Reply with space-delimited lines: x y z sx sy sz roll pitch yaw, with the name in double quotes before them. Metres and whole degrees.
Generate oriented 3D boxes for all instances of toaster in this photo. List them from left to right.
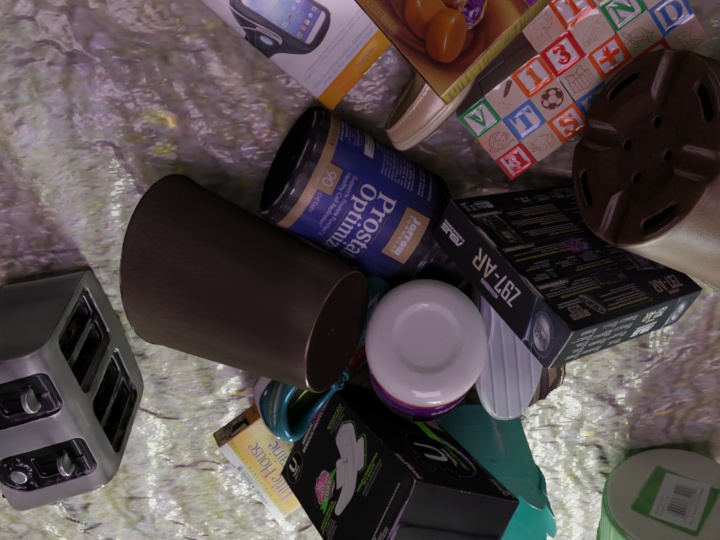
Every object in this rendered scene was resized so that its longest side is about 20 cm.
"toaster" -0.326 0.117 0.816 0.116 0.201 0.184 -11 120 5

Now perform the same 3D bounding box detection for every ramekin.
"ramekin" 0.398 0.322 0.975 0.196 0.201 0.099 -9 121 6

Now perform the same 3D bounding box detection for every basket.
"basket" -0.103 0.022 0.715 0.197 0.136 0.183 19 128 24

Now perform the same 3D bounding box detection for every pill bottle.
"pill bottle" 0.014 -0.058 0.722 0.197 0.113 0.112 26 124 -20
"pill bottle" 0.061 0.088 0.764 0.110 0.115 0.200 -3 163 2

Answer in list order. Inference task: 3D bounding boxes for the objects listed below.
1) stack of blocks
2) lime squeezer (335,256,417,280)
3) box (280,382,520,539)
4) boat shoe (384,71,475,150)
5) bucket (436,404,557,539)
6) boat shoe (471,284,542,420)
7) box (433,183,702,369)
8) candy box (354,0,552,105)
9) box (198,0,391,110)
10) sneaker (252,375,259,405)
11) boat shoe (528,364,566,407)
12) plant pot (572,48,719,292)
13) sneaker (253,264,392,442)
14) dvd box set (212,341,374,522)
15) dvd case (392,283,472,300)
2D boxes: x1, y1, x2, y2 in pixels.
"stack of blocks" 0.173 -0.186 0.658 0.199 0.059 0.115 -36 120 24
"lime squeezer" 0.000 0.000 0.814 0.195 0.038 0.072 -3 131 3
"box" 0.033 0.222 0.792 0.147 0.200 0.126 21 100 -34
"boat shoe" 0.073 -0.194 0.643 0.064 0.073 0.201 27 117 -21
"bucket" 0.130 0.270 0.946 0.202 0.137 0.209 -3 139 -3
"boat shoe" 0.149 0.054 0.805 0.070 0.062 0.204 -4 106 -7
"box" 0.185 -0.007 0.683 0.197 0.161 0.044 -11 140 -38
"candy box" 0.095 -0.237 0.562 0.200 0.056 0.117 -44 85 12
"box" -0.060 -0.239 0.627 0.199 0.042 0.119 37 119 -23
"sneaker" -0.092 0.149 0.895 0.068 0.091 0.203 9 128 -8
"boat shoe" 0.200 0.058 0.852 0.072 0.075 0.203 -15 127 -22
"plant pot" 0.294 -0.078 0.627 0.195 0.202 0.202 12 129 -27
"sneaker" -0.027 0.085 0.778 0.077 0.080 0.202 33 92 -31
"dvd box set" -0.049 0.177 0.872 0.198 0.029 0.148 -34 125 -10
"dvd case" 0.055 0.102 0.903 0.147 0.025 0.203 4 127 -3
